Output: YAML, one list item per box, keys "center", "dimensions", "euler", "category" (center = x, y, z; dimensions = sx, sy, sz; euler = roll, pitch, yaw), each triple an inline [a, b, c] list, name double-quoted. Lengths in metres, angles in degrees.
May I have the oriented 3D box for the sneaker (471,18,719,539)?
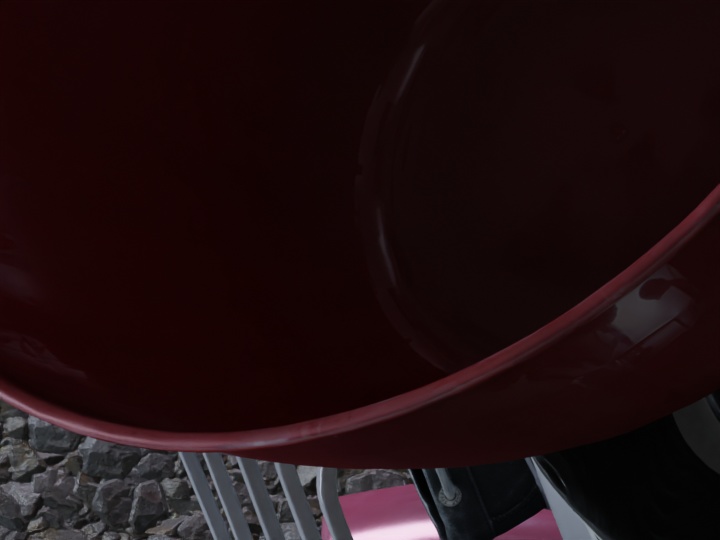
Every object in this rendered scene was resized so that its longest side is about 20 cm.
- center: [0.068, 0.050, 0.566]
  dimensions: [0.115, 0.076, 0.201]
  euler: [94, 159, -72]
  category: "sneaker"

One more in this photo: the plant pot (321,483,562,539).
- center: [0.087, 0.177, 1.144]
  dimensions: [0.200, 0.179, 0.200]
  euler: [-8, -90, -87]
  category: "plant pot"

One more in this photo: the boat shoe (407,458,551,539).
- center: [0.000, 0.000, 0.939]
  dimensions: [0.199, 0.068, 0.074]
  euler: [60, 174, 0]
  category: "boat shoe"

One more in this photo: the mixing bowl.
- center: [0.021, -0.045, 0.475]
  dimensions: [0.108, 0.200, 0.200]
  euler: [40, -143, -50]
  category: "mixing bowl"

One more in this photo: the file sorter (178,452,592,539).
- center: [0.033, 0.064, 0.793]
  dimensions: [0.139, 0.124, 0.200]
  euler: [69, 166, -11]
  category: "file sorter"
